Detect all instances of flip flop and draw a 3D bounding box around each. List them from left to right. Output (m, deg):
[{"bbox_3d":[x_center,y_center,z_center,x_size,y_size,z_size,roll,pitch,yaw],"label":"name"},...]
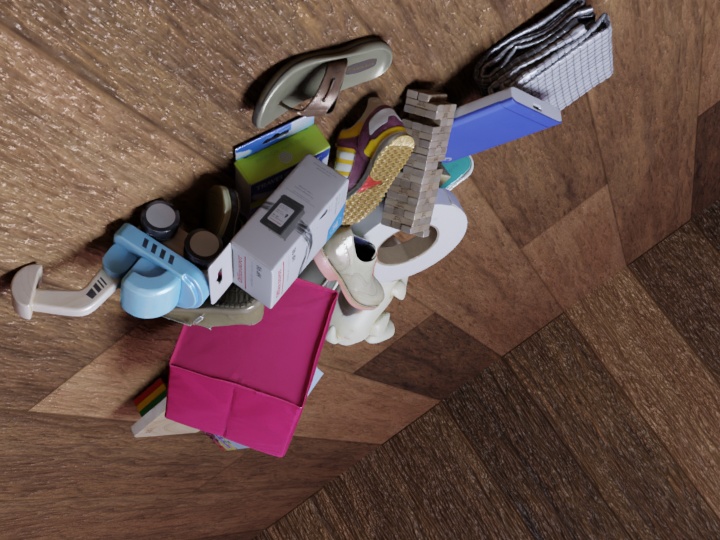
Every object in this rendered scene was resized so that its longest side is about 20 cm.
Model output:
[{"bbox_3d":[-0.038,-0.215,1.199,0.200,0.058,0.081,-25,159,-28],"label":"flip flop"}]

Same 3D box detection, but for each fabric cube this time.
[{"bbox_3d":[-0.161,0.125,1.494,0.200,0.199,0.197,112,-3,-58],"label":"fabric cube"}]

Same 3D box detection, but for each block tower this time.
[{"bbox_3d":[0.079,-0.146,1.410,0.058,0.054,0.201,-15,120,-54],"label":"block tower"}]

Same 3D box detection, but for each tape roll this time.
[{"bbox_3d":[0.066,-0.052,1.562,0.202,0.037,0.203,-18,151,-10],"label":"tape roll"}]

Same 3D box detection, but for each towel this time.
[{"bbox_3d":[0.265,-0.297,1.479,0.200,0.086,0.166,-35,160,5],"label":"towel"}]

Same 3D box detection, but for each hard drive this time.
[{"bbox_3d":[0.166,-0.204,1.456,0.200,0.025,0.132,-16,163,38],"label":"hard drive"}]

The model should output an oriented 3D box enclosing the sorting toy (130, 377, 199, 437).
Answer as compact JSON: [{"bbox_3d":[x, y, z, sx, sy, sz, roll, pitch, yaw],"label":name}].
[{"bbox_3d":[-0.285,0.201,1.780,0.199,0.070,0.200,-40,160,15],"label":"sorting toy"}]

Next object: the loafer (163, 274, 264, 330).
[{"bbox_3d":[-0.214,0.043,1.352,0.076,0.199,0.068,-64,150,-33],"label":"loafer"}]

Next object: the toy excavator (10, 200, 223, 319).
[{"bbox_3d":[-0.290,0.010,1.232,0.200,0.194,0.100,-56,176,-34],"label":"toy excavator"}]

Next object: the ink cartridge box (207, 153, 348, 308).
[{"bbox_3d":[-0.101,-0.034,1.267,0.200,0.067,0.116,-52,169,-23],"label":"ink cartridge box"}]

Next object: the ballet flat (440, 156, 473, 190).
[{"bbox_3d":[0.098,-0.125,1.657,0.200,0.070,0.069,-36,161,2],"label":"ballet flat"}]

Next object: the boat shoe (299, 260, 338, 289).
[{"bbox_3d":[-0.107,0.035,1.672,0.202,0.072,0.060,-40,166,28],"label":"boat shoe"}]

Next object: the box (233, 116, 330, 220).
[{"bbox_3d":[-0.105,-0.115,1.347,0.122,0.048,0.200,-29,161,-18],"label":"box"}]

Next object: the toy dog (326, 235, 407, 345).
[{"bbox_3d":[0.004,0.018,1.737,0.194,0.139,0.200,-24,147,-49],"label":"toy dog"}]

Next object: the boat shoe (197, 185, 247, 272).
[{"bbox_3d":[-0.174,-0.052,1.327,0.066,0.072,0.201,-2,156,-19],"label":"boat shoe"}]

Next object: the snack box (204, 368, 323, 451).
[{"bbox_3d":[-0.179,0.240,1.860,0.200,0.068,0.169,-20,-151,54],"label":"snack box"}]

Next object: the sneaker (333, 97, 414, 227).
[{"bbox_3d":[-0.005,-0.142,1.380,0.075,0.090,0.200,-3,145,-44],"label":"sneaker"}]

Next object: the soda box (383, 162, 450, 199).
[{"bbox_3d":[0.052,-0.148,1.506,0.068,0.064,0.200,-43,159,23],"label":"soda box"}]

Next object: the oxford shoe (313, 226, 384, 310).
[{"bbox_3d":[0.000,0.000,1.487,0.074,0.071,0.200,-25,149,14],"label":"oxford shoe"}]
